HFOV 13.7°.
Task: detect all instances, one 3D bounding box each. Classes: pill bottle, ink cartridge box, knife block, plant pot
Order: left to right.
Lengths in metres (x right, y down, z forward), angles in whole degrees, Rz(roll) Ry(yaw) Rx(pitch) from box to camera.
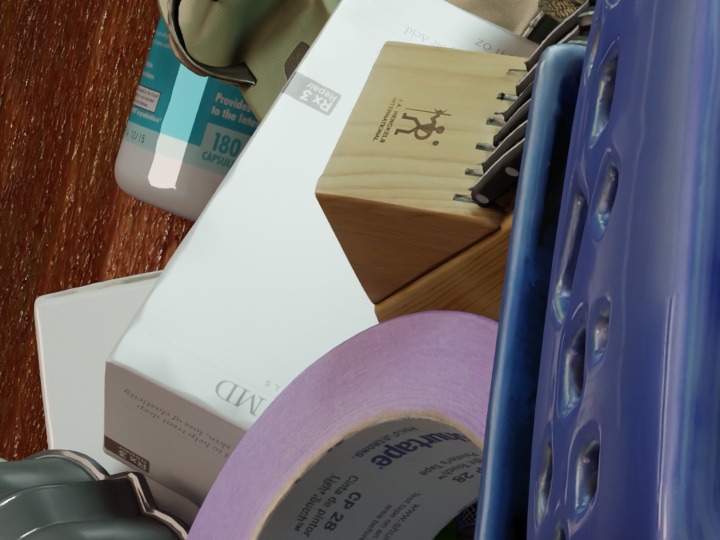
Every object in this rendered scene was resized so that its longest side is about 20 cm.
[{"bbox_3d":[-0.070,0.107,1.193,0.200,0.084,0.146,81,179,-62],"label":"ink cartridge box"},{"bbox_3d":[-0.037,-0.117,1.394,0.111,0.111,0.201,-152,78,-70],"label":"pill bottle"},{"bbox_3d":[0.084,-0.009,0.932,0.064,0.175,0.200,-64,-29,-27],"label":"knife block"},{"bbox_3d":[0.133,0.019,0.730,0.180,0.199,0.201,138,143,-65],"label":"plant pot"}]

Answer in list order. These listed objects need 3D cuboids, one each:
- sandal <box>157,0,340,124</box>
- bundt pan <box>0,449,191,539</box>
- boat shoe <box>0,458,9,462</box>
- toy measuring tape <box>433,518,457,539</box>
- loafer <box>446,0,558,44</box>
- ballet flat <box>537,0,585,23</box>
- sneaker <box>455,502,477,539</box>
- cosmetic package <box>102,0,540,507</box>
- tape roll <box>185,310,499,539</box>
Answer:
[{"bbox_3d":[-0.048,-0.109,1.267,0.080,0.057,0.201,-64,28,12],"label":"sandal"},{"bbox_3d":[-0.138,0.160,1.050,0.201,0.076,0.203,-8,78,38],"label":"bundt pan"},{"bbox_3d":[-0.144,0.172,1.160,0.070,0.071,0.200,-50,48,50],"label":"boat shoe"},{"bbox_3d":[0.004,0.067,1.197,0.074,0.073,0.200,-56,29,40],"label":"toy measuring tape"},{"bbox_3d":[0.054,-0.095,1.195,0.075,0.069,0.200,-106,37,-55],"label":"loafer"},{"bbox_3d":[0.074,-0.127,1.048,0.200,0.075,0.068,54,-123,-79],"label":"ballet flat"},{"bbox_3d":[0.076,0.106,1.006,0.200,0.075,0.079,-115,36,-73],"label":"sneaker"},{"bbox_3d":[0.000,0.000,1.093,0.200,0.113,0.081,-60,-9,-30],"label":"cosmetic package"},{"bbox_3d":[0.022,0.116,0.906,0.200,0.066,0.201,-28,51,40],"label":"tape roll"}]
